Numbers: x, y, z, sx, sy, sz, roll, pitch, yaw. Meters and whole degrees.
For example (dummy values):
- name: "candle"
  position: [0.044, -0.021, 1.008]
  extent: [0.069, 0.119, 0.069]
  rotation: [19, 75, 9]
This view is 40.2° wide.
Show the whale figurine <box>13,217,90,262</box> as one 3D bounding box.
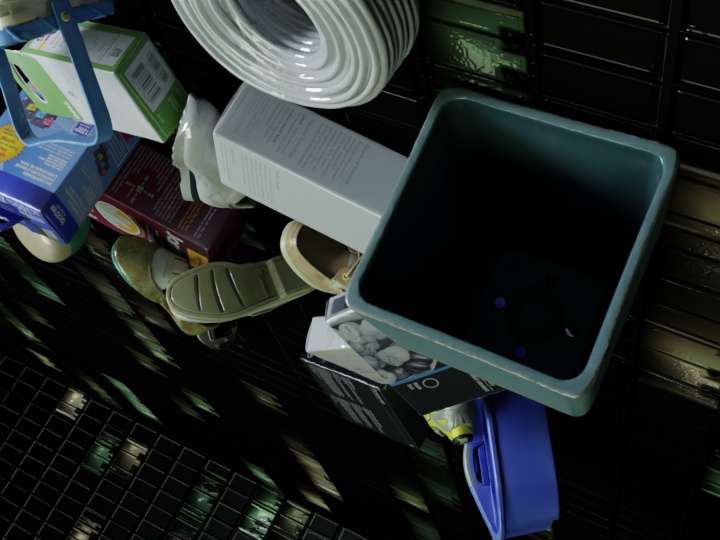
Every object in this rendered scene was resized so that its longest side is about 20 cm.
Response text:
- name: "whale figurine"
  position: [-0.476, -0.114, 1.464]
  extent: [0.158, 0.103, 0.202]
  rotation: [-3, 117, 56]

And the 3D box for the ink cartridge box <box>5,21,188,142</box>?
- name: "ink cartridge box"
  position: [-0.284, -0.206, 1.034]
  extent: [0.198, 0.060, 0.104]
  rotation: [17, 154, 32]

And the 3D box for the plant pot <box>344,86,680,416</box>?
- name: "plant pot"
  position: [0.131, 0.006, 0.801]
  extent: [0.193, 0.199, 0.200]
  rotation: [20, 165, 22]

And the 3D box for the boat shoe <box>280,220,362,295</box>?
- name: "boat shoe"
  position: [0.000, 0.000, 1.112]
  extent: [0.199, 0.075, 0.066]
  rotation: [30, 156, -30]

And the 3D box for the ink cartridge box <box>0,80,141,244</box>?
- name: "ink cartridge box"
  position: [-0.360, -0.121, 1.124]
  extent: [0.135, 0.202, 0.077]
  rotation: [20, 157, 21]

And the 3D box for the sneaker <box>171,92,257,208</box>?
- name: "sneaker"
  position: [-0.150, -0.122, 1.045]
  extent: [0.079, 0.077, 0.200]
  rotation: [20, 165, 4]

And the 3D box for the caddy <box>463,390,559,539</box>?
- name: "caddy"
  position: [0.180, 0.240, 1.229]
  extent: [0.103, 0.203, 0.142]
  rotation: [-6, 156, 1]

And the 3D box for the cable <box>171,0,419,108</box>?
- name: "cable"
  position: [-0.054, -0.205, 0.725]
  extent: [0.198, 0.070, 0.201]
  rotation: [25, 158, 14]

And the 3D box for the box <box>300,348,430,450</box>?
- name: "box"
  position: [0.018, 0.167, 1.432]
  extent: [0.140, 0.079, 0.201]
  rotation: [20, 156, 32]

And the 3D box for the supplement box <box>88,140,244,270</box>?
- name: "supplement box"
  position: [-0.250, -0.083, 1.221]
  extent: [0.198, 0.086, 0.111]
  rotation: [28, 158, 6]

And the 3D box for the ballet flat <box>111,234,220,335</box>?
- name: "ballet flat"
  position: [-0.230, 0.016, 1.222]
  extent: [0.070, 0.071, 0.201]
  rotation: [15, 155, 33]

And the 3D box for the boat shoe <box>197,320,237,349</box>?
- name: "boat shoe"
  position: [-0.229, 0.079, 1.574]
  extent: [0.056, 0.067, 0.201]
  rotation: [25, 155, 23]

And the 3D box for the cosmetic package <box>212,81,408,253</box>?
- name: "cosmetic package"
  position: [-0.040, -0.093, 0.952]
  extent: [0.198, 0.075, 0.102]
  rotation: [26, 159, 7]

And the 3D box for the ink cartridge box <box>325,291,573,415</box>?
- name: "ink cartridge box"
  position: [0.097, 0.063, 1.031]
  extent: [0.198, 0.044, 0.198]
  rotation: [-24, 130, 25]

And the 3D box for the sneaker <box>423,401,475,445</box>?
- name: "sneaker"
  position: [0.100, 0.172, 1.264]
  extent: [0.074, 0.078, 0.200]
  rotation: [-13, -176, -2]

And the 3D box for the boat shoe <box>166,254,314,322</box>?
- name: "boat shoe"
  position: [-0.142, 0.027, 1.211]
  extent: [0.197, 0.076, 0.068]
  rotation: [-10, 164, -19]

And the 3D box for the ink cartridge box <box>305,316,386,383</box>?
- name: "ink cartridge box"
  position: [0.061, 0.092, 1.146]
  extent: [0.198, 0.058, 0.162]
  rotation: [-1, 160, 38]

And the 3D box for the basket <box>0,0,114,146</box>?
- name: "basket"
  position: [-0.299, -0.211, 0.895]
  extent: [0.175, 0.138, 0.203]
  rotation: [7, 115, 45]
